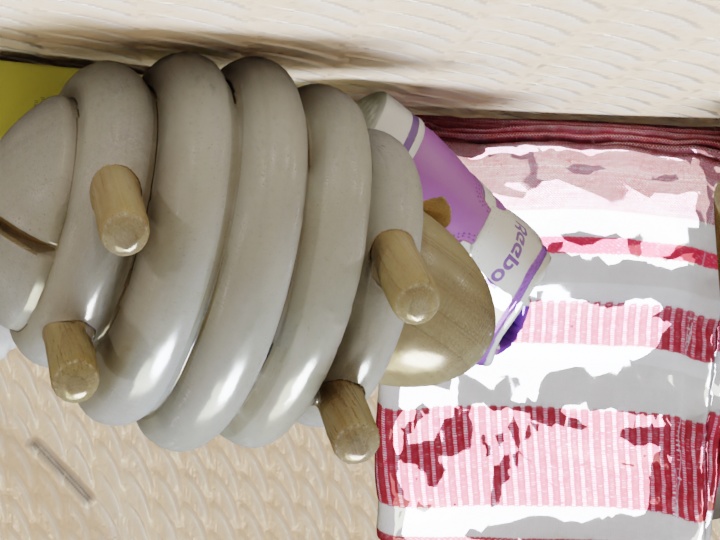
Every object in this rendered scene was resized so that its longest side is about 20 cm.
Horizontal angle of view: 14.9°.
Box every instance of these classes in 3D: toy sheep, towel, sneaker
[{"bbox_3d":[-0.051,-0.006,0.854,0.200,0.138,0.138,18,174,-18],"label":"toy sheep"},{"bbox_3d":[0.079,0.031,1.106,0.144,0.200,0.023,2,-149,-1],"label":"towel"},{"bbox_3d":[0.000,0.001,1.043,0.114,0.073,0.200,37,164,-18],"label":"sneaker"}]

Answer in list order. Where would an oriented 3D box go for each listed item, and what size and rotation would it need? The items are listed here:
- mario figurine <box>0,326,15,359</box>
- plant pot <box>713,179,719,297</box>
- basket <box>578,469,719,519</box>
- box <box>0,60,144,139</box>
[{"bbox_3d":[-0.199,-0.007,1.428,0.199,0.106,0.123,2,-179,18],"label":"mario figurine"},{"bbox_3d":[0.220,0.071,1.024,0.186,0.201,0.186,0,-160,0],"label":"plant pot"},{"bbox_3d":[0.190,0.028,1.212,0.199,0.181,0.136,-3,161,2],"label":"basket"},{"bbox_3d":[-0.142,-0.045,0.911,0.200,0.050,0.075,2,179,-37],"label":"box"}]
